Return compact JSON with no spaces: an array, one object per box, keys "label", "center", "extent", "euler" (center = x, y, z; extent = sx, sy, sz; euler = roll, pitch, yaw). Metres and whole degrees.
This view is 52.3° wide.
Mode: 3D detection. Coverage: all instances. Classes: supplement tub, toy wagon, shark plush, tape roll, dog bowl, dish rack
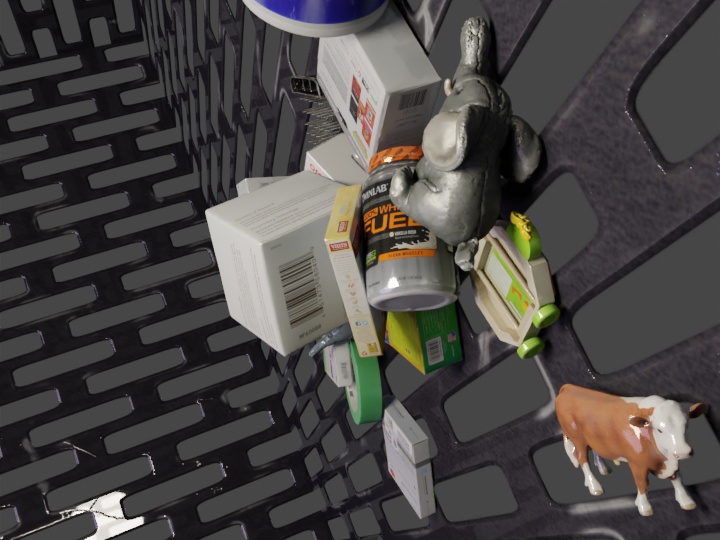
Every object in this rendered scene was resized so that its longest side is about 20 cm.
[{"label":"supplement tub","center":[0.064,-0.053,0.969],"extent":[0.123,0.122,0.201],"euler":[128,140,-69]},{"label":"toy wagon","center":[0.180,0.004,0.865],"extent":[0.200,0.039,0.155],"euler":[98,149,-53]},{"label":"shark plush","center":[-0.038,0.094,1.423],"extent":[0.200,0.083,0.091],"euler":[-32,65,34]},{"label":"tape roll","center":[0.000,0.219,1.538],"extent":[0.200,0.048,0.201],"euler":[174,90,-80]},{"label":"dog bowl","center":[-0.055,-0.389,0.917],"extent":[0.079,0.200,0.200],"euler":[105,143,-57]},{"label":"dish rack","center":[-0.060,-0.251,1.313],"extent":[0.153,0.054,0.200],"euler":[-143,37,-63]}]

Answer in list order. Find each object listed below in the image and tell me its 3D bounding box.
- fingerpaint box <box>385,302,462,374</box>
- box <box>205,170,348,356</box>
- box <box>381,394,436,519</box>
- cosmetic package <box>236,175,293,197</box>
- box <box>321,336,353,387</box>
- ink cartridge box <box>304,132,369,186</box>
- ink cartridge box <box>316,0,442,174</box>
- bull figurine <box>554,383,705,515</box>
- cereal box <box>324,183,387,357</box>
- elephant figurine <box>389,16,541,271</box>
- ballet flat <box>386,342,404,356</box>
[{"label":"fingerpaint box","center":[0.079,0.033,1.143],"extent":[0.167,0.073,0.200],"euler":[-145,41,-61]},{"label":"box","center":[-0.100,-0.018,1.136],"extent":[0.171,0.200,0.199],"euler":[27,135,45]},{"label":"box","center":[0.095,0.378,1.492],"extent":[0.156,0.041,0.200],"euler":[-134,32,-57]},{"label":"cosmetic package","center":[-0.119,-0.098,1.364],"extent":[0.052,0.200,0.151],"euler":[-16,83,57]},{"label":"box","center":[-0.055,0.161,1.576],"extent":[0.200,0.036,0.145],"euler":[-170,74,-78]},{"label":"ink cartridge box","center":[-0.028,-0.108,1.246],"extent":[0.148,0.086,0.200],"euler":[47,153,20]},{"label":"ink cartridge box","center":[0.017,-0.265,1.015],"extent":[0.176,0.084,0.200],"euler":[106,143,-60]},{"label":"bull figurine","center":[0.266,0.169,0.722],"extent":[0.200,0.065,0.122],"euler":[-171,67,-71]},{"label":"cereal box","center":[0.000,0.000,1.024],"extent":[0.144,0.039,0.200],"euler":[-80,-21,-55]},{"label":"elephant figurine","center":[0.118,-0.138,0.783],"extent":[0.155,0.141,0.200],"euler":[35,129,14]},{"label":"ballet flat","center":[0.046,0.078,1.294],"extent":[0.200,0.068,0.068],"euler":[68,160,10]}]
